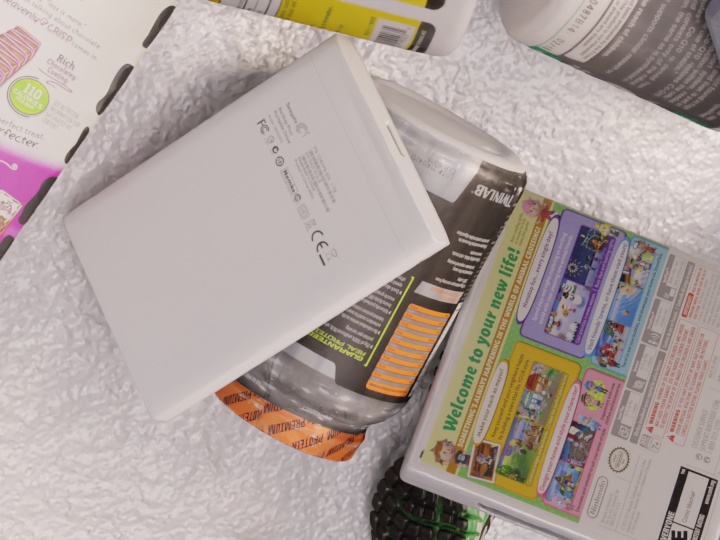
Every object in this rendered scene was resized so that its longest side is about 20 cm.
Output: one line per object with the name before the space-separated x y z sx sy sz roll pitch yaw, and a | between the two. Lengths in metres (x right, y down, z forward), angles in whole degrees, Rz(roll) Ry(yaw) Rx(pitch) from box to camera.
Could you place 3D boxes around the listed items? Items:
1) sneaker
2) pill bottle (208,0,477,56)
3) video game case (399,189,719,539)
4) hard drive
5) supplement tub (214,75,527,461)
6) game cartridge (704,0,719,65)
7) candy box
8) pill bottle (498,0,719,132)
sneaker | 0.073 0.121 1.794 0.085 0.078 0.201 -4 128 -47
pill bottle | -0.033 -0.191 1.609 0.199 0.113 0.113 14 106 -7
video game case | 0.137 0.065 1.710 0.181 0.022 0.201 21 61 1
hard drive | -0.060 -0.022 1.652 0.200 0.027 0.132 -32 73 21
supplement tub | 0.000 0.000 1.703 0.122 0.123 0.201 25 101 -22
game cartridge | 0.288 -0.143 1.667 0.199 0.040 0.134 -29 119 -17
candy box | -0.213 -0.109 1.637 0.136 0.061 0.200 33 99 -23
pill bottle | 0.189 -0.147 1.706 0.199 0.113 0.114 22 103 -21
